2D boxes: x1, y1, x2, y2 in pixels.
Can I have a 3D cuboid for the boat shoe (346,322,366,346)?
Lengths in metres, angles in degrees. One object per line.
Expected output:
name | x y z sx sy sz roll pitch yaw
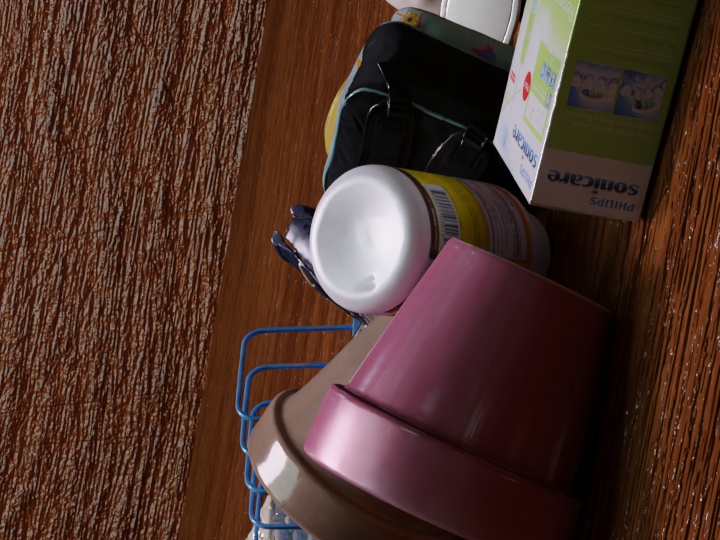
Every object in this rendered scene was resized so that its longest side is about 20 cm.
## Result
boat shoe | 0.042 -0.003 1.861 0.074 0.068 0.201 122 172 -73

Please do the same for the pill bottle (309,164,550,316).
pill bottle | 0.060 -0.017 1.528 0.108 0.199 0.111 -4 83 38

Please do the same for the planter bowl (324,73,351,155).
planter bowl | 0.024 -0.136 1.861 0.201 0.083 0.201 -49 -23 -29

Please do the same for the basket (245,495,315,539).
basket | -0.047 0.328 1.998 0.201 0.134 0.124 -94 21 -51

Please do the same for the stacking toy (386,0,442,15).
stacking toy | 0.079 -0.307 1.944 0.200 0.145 0.148 -9 -71 -85

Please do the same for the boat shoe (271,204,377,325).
boat shoe | 0.000 0.000 1.728 0.075 0.092 0.200 -53 -30 -2

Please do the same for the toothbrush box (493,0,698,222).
toothbrush box | 0.164 -0.155 1.399 0.146 0.085 0.202 -107 27 -68

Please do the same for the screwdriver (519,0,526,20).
screwdriver | 0.145 -0.229 1.718 0.200 0.029 0.028 -164 83 -80

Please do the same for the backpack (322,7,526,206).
backpack | 0.062 -0.106 1.672 0.201 0.174 0.154 110 180 -51

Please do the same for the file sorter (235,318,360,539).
file sorter | -0.049 0.167 1.922 0.139 0.121 0.201 -89 -4 -52

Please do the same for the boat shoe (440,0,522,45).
boat shoe | 0.117 -0.260 1.736 0.062 0.072 0.202 -22 -59 -61

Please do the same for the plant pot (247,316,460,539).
plant pot | 0.031 0.126 1.675 0.175 0.199 0.201 -57 19 21

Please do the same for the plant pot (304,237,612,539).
plant pot | 0.083 0.085 1.404 0.180 0.199 0.200 -65 11 -1
